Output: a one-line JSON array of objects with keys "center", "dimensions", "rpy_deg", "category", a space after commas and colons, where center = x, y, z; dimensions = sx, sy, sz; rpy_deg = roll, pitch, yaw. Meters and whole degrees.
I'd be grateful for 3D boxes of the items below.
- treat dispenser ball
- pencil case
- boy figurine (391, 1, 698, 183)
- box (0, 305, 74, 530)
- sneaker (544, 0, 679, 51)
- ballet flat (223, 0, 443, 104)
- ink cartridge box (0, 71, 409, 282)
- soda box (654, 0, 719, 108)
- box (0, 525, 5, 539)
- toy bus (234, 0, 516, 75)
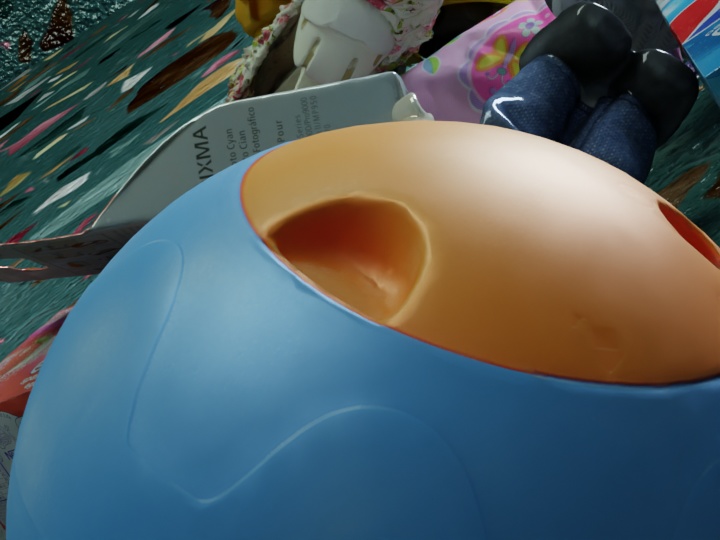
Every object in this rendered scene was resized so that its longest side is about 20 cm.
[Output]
[{"center": [0.014, 0.063, 0.698], "dimensions": [0.201, 0.201, 0.201], "rpy_deg": [-33, 12, 8], "category": "treat dispenser ball"}, {"center": [0.062, -0.074, 1.378], "dimensions": [0.200, 0.087, 0.087], "rpy_deg": [-35, 12, 1], "category": "pencil case"}, {"center": [0.059, -0.020, 1.092], "dimensions": [0.064, 0.124, 0.200], "rpy_deg": [-49, 5, 46], "category": "boy figurine"}, {"center": [-0.078, 0.060, 1.204], "dimensions": [0.200, 0.100, 0.095], "rpy_deg": [-21, 19, 51], "category": "box"}, {"center": [0.140, -0.168, 1.326], "dimensions": [0.200, 0.112, 0.078], "rpy_deg": [-14, -35, -40], "category": "sneaker"}, {"center": [-0.014, -0.103, 1.384], "dimensions": [0.064, 0.076, 0.200], "rpy_deg": [-65, 7, -32], "category": "ballet flat"}, {"center": [-0.070, -0.034, 1.196], "dimensions": [0.200, 0.047, 0.160], "rpy_deg": [-8, -6, 5], "category": "ink cartridge box"}, {"center": [0.171, -0.088, 1.170], "dimensions": [0.064, 0.068, 0.200], "rpy_deg": [-33, 12, 7], "category": "soda box"}, {"center": [-0.270, 0.091, 1.362], "dimensions": [0.152, 0.200, 0.106], "rpy_deg": [-26, 15, 40], "category": "box"}, {"center": [-0.012, -0.178, 1.436], "dimensions": [0.200, 0.136, 0.192], "rpy_deg": [-14, -19, 38], "category": "toy bus"}]
